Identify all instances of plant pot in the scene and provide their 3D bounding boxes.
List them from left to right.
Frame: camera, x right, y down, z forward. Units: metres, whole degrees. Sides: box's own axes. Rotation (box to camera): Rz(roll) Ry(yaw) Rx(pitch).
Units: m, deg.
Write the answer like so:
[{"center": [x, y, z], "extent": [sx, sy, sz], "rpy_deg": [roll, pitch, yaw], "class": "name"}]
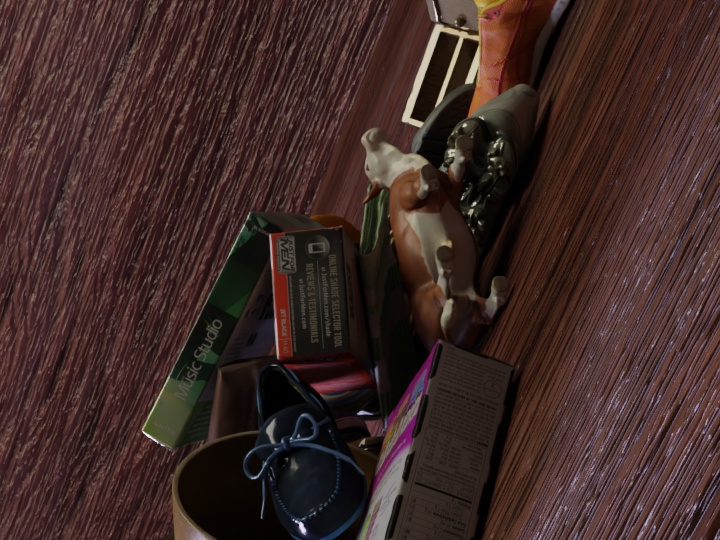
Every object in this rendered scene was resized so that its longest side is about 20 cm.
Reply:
[{"center": [-0.058, 0.254, 1.625], "extent": [0.187, 0.186, 0.201], "rpy_deg": [-82, 0, -65], "class": "plant pot"}]

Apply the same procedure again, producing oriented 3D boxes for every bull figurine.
[{"center": [0.056, -0.032, 1.650], "extent": [0.121, 0.065, 0.201], "rpy_deg": [122, 133, -65], "class": "bull figurine"}]

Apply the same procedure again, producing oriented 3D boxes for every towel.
[{"center": [0.025, 0.043, 1.773], "extent": [0.153, 0.023, 0.201], "rpy_deg": [-81, -15, -63], "class": "towel"}]

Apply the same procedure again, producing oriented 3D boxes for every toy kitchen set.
[{"center": [0.083, -0.214, 1.898], "extent": [0.163, 0.200, 0.181], "rpy_deg": [22, 93, 43], "class": "toy kitchen set"}]

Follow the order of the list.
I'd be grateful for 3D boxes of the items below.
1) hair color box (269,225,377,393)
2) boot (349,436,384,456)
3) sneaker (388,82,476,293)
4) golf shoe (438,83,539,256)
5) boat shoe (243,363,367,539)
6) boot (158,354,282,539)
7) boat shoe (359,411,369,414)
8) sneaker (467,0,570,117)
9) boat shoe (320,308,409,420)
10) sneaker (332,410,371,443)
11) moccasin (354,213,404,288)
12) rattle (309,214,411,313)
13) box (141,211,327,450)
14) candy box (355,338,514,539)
[{"center": [-0.025, 0.035, 1.711], "extent": [0.200, 0.061, 0.102], "rpy_deg": [60, -155, -76], "class": "hair color box"}, {"center": [-0.002, 0.215, 1.738], "extent": [0.200, 0.074, 0.097], "rpy_deg": [116, 154, -53], "class": "boot"}, {"center": [0.070, -0.087, 1.937], "extent": [0.114, 0.076, 0.200], "rpy_deg": [-99, 23, -65], "class": "sneaker"}, {"center": [0.099, -0.076, 1.763], "extent": [0.097, 0.078, 0.200], "rpy_deg": [-51, -3, -35], "class": "golf shoe"}, {"center": [-0.052, 0.132, 1.555], "extent": [0.084, 0.069, 0.200], "rpy_deg": [-35, 24, -2], "class": "boat shoe"}, {"center": [-0.122, 0.156, 1.683], "extent": [0.186, 0.064, 0.201], "rpy_deg": [-2, -71, -58], "class": "boot"}, {"center": [-0.035, 0.055, 2.013], "extent": [0.074, 0.067, 0.200], "rpy_deg": [-63, -38, -44], "class": "boat shoe"}, {"center": [0.123, -0.198, 1.816], "extent": [0.073, 0.077, 0.200], "rpy_deg": [-88, 17, -67], "class": "sneaker"}, {"center": [0.009, 0.095, 1.926], "extent": [0.200, 0.072, 0.073], "rpy_deg": [-49, -46, -62], "class": "boat shoe"}, {"center": [-0.064, 0.134, 1.823], "extent": [0.202, 0.077, 0.147], "rpy_deg": [-56, 47, 50], "class": "sneaker"}, {"center": [0.000, 0.001, 1.873], "extent": [0.201, 0.078, 0.074], "rpy_deg": [-42, 18, 21], "class": "moccasin"}, {"center": [-0.010, 0.003, 2.118], "extent": [0.200, 0.142, 0.131], "rpy_deg": [-145, 56, -78], "class": "rattle"}, {"center": [-0.100, 0.047, 1.751], "extent": [0.200, 0.036, 0.144], "rpy_deg": [-64, -12, 6], "class": "box"}, {"center": [0.039, 0.166, 1.444], "extent": [0.136, 0.061, 0.200], "rpy_deg": [118, 171, -59], "class": "candy box"}]
